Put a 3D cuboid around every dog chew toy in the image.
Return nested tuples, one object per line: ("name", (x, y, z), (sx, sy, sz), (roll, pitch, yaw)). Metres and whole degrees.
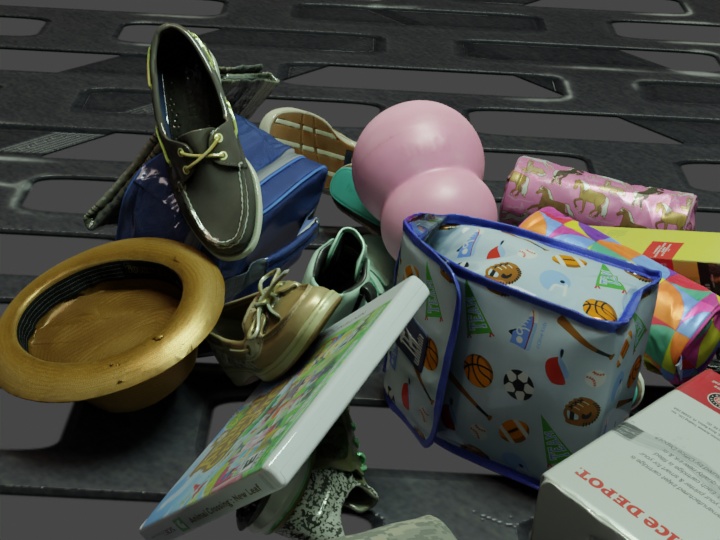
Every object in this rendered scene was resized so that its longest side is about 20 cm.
("dog chew toy", (0.067, -0.054, 1.024), (0.124, 0.125, 0.201), (-8, 59, -17))

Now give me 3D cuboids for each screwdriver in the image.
("screwdriver", (-0.075, 0.051, 1.024), (0.199, 0.028, 0.029), (-10, 5, -31))

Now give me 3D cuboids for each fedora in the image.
("fedora", (-0.198, 0.057, 0.922), (0.199, 0.082, 0.201), (-10, 39, 8))

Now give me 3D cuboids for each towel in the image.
("towel", (-0.171, -0.124, 1.097), (0.035, 0.200, 0.193), (45, 15, 3))

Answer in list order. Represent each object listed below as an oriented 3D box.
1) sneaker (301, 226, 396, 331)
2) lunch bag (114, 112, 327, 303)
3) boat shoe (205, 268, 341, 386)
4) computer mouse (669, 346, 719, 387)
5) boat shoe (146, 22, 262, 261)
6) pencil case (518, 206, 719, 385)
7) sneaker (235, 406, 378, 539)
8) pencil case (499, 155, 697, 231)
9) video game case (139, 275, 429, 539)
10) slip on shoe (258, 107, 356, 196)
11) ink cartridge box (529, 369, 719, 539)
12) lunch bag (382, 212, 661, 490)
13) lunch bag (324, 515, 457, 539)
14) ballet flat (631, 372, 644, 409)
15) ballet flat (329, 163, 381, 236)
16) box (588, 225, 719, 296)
("sneaker", (0.000, 0.000, 1.003), (0.073, 0.119, 0.201), (26, 39, 6))
("lunch bag", (-0.117, -0.044, 1.054), (0.132, 0.136, 0.200), (33, 43, 14))
("boat shoe", (-0.078, 0.044, 0.887), (0.063, 0.200, 0.073), (44, 60, -9))
("computer mouse", (0.324, 0.040, 1.050), (0.109, 0.044, 0.200), (3, 32, 2))
("boat shoe", (-0.134, -0.106, 0.936), (0.071, 0.061, 0.202), (-19, 75, 3))
("pencil case", (0.216, 0.023, 0.970), (0.088, 0.089, 0.200), (-25, 48, -38))
("sneaker", (-0.025, 0.146, 0.852), (0.088, 0.077, 0.200), (38, 30, -6))
("pencil case", (0.245, -0.059, 1.165), (0.199, 0.083, 0.086), (14, 24, 19))
("video game case", (-0.054, 0.099, 0.799), (0.022, 0.182, 0.200), (47, 48, -8))
("slip on shoe", (-0.045, -0.120, 1.194), (0.060, 0.077, 0.199), (11, 0, 40))
("ink cartridge box", (0.236, 0.170, 0.796), (0.199, 0.084, 0.144), (-21, 40, -35))
("lunch bag", (0.109, 0.061, 0.882), (0.199, 0.171, 0.124), (22, 32, 26))
("lunch bag", (-0.016, 0.221, 0.639), (0.199, 0.140, 0.168), (-6, 33, -15))
("ballet flat", (0.147, 0.070, 0.978), (0.199, 0.070, 0.070), (13, 33, 17))
("ballet flat", (0.053, -0.042, 1.135), (0.200, 0.068, 0.067), (44, 12, 29))
("box", (0.273, 0.006, 1.012), (0.199, 0.076, 0.050), (8, 37, 43))
